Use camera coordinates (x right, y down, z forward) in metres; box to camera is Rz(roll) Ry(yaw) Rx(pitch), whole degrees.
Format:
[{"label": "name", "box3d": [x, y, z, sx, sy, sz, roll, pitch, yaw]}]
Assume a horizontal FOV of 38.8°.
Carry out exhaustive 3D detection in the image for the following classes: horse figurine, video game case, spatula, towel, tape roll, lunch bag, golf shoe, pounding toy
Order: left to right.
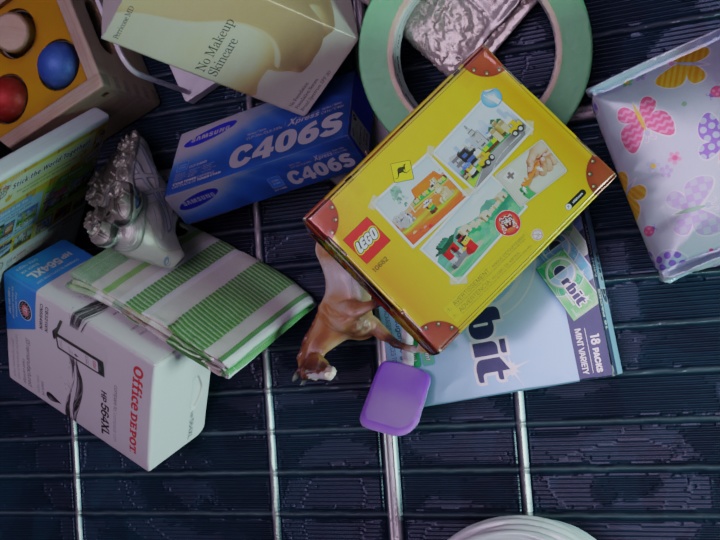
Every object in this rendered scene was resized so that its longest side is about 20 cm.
[{"label": "pounding toy", "box3d": [-0.352, -0.228, 1.068, 0.184, 0.142, 0.200, -28, 78, 20]}, {"label": "video game case", "box3d": [-0.327, -0.050, 0.993, 0.023, 0.200, 0.182, 31, 125, 6]}, {"label": "golf shoe", "box3d": [-0.219, -0.065, 1.021, 0.078, 0.097, 0.200, -44, 30, 19]}, {"label": "towel", "box3d": [-0.160, 0.019, 0.983, 0.200, 0.153, 0.023, 26, 130, 22]}, {"label": "horse figurine", "box3d": [0.000, 0.000, 0.905, 0.132, 0.050, 0.200, -7, 82, 40]}, {"label": "spatula", "box3d": [0.045, 0.046, 0.903, 0.056, 0.021, 0.200, 13, 93, 29]}, {"label": "towel", "box3d": [0.061, -0.276, 0.920, 0.200, 0.034, 0.133, 40, 103, 2]}, {"label": "tape roll", "box3d": [0.100, -0.189, 0.889, 0.200, 0.048, 0.201, 2, 102, 9]}, {"label": "lunch bag", "box3d": [0.299, -0.101, 0.792, 0.200, 0.127, 0.170, -21, 82, 15]}]

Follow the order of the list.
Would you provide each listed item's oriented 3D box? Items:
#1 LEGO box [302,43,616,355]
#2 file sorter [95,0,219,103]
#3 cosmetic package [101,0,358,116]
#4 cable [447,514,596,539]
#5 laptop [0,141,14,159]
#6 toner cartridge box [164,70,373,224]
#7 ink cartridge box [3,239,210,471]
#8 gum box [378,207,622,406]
[{"label": "LEGO box", "box3d": [0.077, -0.053, 0.819, 0.200, 0.077, 0.149, -44, 85, -4]}, {"label": "file sorter", "box3d": [-0.146, -0.282, 0.990, 0.200, 0.125, 0.139, -30, 77, 20]}, {"label": "cosmetic package", "box3d": [-0.113, -0.222, 0.890, 0.105, 0.200, 0.071, -51, 35, 38]}, {"label": "cable", "box3d": [0.142, 0.308, 0.876, 0.200, 0.069, 0.200, 22, 98, 23]}, {"label": "laptop", "box3d": [-0.404, -0.044, 1.021, 0.103, 0.200, 0.177, 36, 78, -18]}, {"label": "toner cartridge box", "box3d": [-0.087, -0.116, 0.977, 0.200, 0.043, 0.095, -16, 43, 22]}, {"label": "ink cartridge box", "box3d": [-0.252, 0.083, 1.018, 0.200, 0.084, 0.146, 27, 128, 23]}, {"label": "gum box", "box3d": [0.114, 0.025, 0.909, 0.200, 0.045, 0.170, -13, 83, 24]}]
